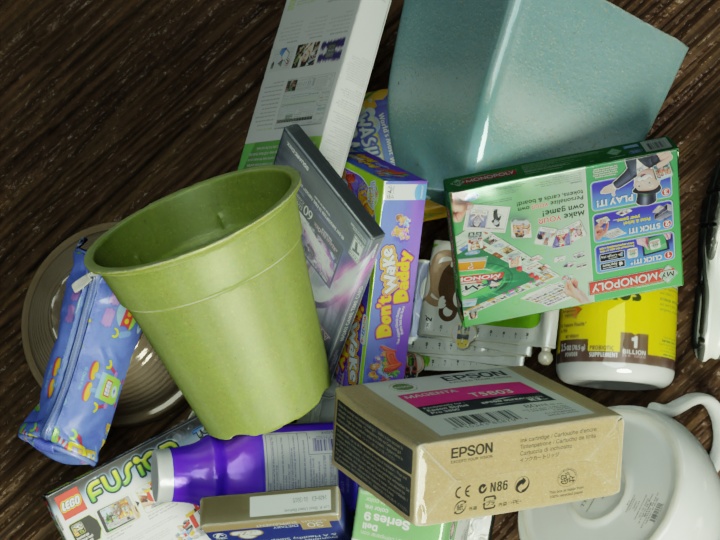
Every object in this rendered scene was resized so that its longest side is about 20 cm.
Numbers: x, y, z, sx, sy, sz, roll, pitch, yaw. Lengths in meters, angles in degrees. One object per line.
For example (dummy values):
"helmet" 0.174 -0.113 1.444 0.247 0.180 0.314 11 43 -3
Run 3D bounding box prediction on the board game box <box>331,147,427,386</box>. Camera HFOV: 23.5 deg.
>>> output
"board game box" 0.000 0.000 1.579 0.044 0.134 0.202 -1 106 -27

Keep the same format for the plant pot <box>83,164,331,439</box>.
"plant pot" -0.113 0.037 1.506 0.199 0.200 0.191 -19 109 5

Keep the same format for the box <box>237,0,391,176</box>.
"box" -0.045 -0.167 1.611 0.036 0.144 0.201 23 78 -32

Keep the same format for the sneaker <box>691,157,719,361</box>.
"sneaker" 0.374 -0.011 1.601 0.114 0.076 0.202 6 89 0

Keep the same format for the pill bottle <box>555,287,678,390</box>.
"pill bottle" 0.237 0.005 1.590 0.108 0.109 0.202 2 81 9

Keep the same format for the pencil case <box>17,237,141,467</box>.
"pencil case" -0.246 0.075 1.565 0.078 0.087 0.201 14 83 21

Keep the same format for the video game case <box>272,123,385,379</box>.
"video game case" -0.047 -0.010 1.548 0.019 0.201 0.143 -18 55 -33

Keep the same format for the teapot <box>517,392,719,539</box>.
"teapot" 0.248 0.224 1.539 0.199 0.146 0.198 -31 42 21

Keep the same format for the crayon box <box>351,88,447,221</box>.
"crayon box" 0.040 -0.111 1.668 0.198 0.052 0.127 -10 79 6

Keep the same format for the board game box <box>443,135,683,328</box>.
"board game box" 0.176 -0.032 1.486 0.198 0.029 0.135 -11 120 -5

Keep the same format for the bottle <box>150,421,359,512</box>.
"bottle" -0.086 0.179 1.550 0.198 0.065 0.084 -2 87 -15

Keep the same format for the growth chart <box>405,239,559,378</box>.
"growth chart" 0.103 0.031 1.619 0.199 0.018 0.146 -9 76 32

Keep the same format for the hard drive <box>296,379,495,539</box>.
"hard drive" 0.035 0.174 1.616 0.199 0.038 0.141 12 93 11

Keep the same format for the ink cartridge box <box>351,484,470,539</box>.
"ink cartridge box" 0.038 0.275 1.528 0.087 0.145 0.202 9 101 12

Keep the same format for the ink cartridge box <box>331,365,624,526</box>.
"ink cartridge box" 0.096 0.144 1.467 0.199 0.165 0.076 -6 106 -26

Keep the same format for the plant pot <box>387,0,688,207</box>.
"plant pot" 0.137 -0.143 1.553 0.195 0.196 0.201 21 85 -30

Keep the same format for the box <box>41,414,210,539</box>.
"box" -0.175 0.206 1.575 0.199 0.035 0.111 -26 91 -16

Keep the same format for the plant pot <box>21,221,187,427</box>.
"plant pot" -0.239 0.047 1.661 0.199 0.093 0.202 -2 80 9

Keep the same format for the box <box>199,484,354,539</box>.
"box" -0.062 0.241 1.547 0.120 0.200 0.033 -6 65 7

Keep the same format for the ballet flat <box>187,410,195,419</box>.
"ballet flat" -0.148 0.195 1.644 0.069 0.069 0.201 10 80 10
